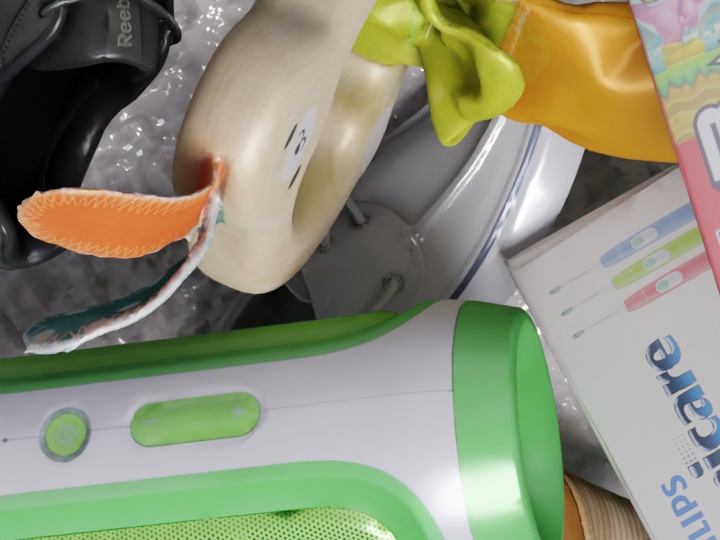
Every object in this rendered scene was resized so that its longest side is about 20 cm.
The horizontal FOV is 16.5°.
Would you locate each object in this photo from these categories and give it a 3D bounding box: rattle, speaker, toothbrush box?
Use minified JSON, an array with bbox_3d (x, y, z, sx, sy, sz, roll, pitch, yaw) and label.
[{"bbox_3d":[0.012,-0.020,0.662,0.143,0.200,0.130,38,116,-1],"label":"rattle"},{"bbox_3d":[-0.046,0.060,0.712,0.199,0.089,0.089,-8,122,13],"label":"speaker"},{"bbox_3d":[0.137,0.076,0.787,0.086,0.146,0.200,-30,143,7],"label":"toothbrush box"}]

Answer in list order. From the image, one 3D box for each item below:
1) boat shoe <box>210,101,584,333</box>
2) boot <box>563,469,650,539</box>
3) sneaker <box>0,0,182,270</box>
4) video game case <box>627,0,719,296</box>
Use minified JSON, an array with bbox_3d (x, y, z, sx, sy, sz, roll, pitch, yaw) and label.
[{"bbox_3d":[0.000,0.000,0.794,0.065,0.074,0.200,23,111,-27],"label":"boat shoe"},{"bbox_3d":[0.043,0.150,0.786,0.155,0.201,0.076,16,155,-43],"label":"boot"},{"bbox_3d":[-0.076,-0.093,0.656,0.076,0.091,0.201,3,109,-37],"label":"sneaker"},{"bbox_3d":[0.136,-0.094,0.654,0.142,0.201,0.017,-22,165,24],"label":"video game case"}]
